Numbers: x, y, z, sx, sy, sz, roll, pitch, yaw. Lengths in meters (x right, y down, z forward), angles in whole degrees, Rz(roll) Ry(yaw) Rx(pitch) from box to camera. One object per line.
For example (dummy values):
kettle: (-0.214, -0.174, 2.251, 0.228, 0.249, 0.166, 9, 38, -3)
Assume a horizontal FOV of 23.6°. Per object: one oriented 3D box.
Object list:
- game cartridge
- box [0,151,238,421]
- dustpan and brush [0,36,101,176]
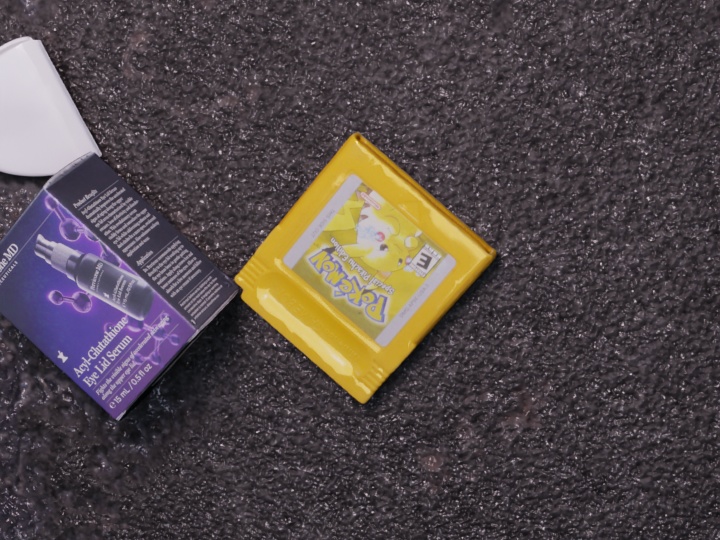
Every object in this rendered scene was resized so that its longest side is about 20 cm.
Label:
game cartridge: (0.000, 0.000, 1.624, 0.176, 0.032, 0.200, 41, 109, 1)
box: (-0.243, 0.014, 1.636, 0.200, 0.104, 0.148, 42, 120, -1)
dustpan and brush: (-0.362, -0.137, 1.674, 0.200, 0.057, 0.140, -22, 110, 12)
